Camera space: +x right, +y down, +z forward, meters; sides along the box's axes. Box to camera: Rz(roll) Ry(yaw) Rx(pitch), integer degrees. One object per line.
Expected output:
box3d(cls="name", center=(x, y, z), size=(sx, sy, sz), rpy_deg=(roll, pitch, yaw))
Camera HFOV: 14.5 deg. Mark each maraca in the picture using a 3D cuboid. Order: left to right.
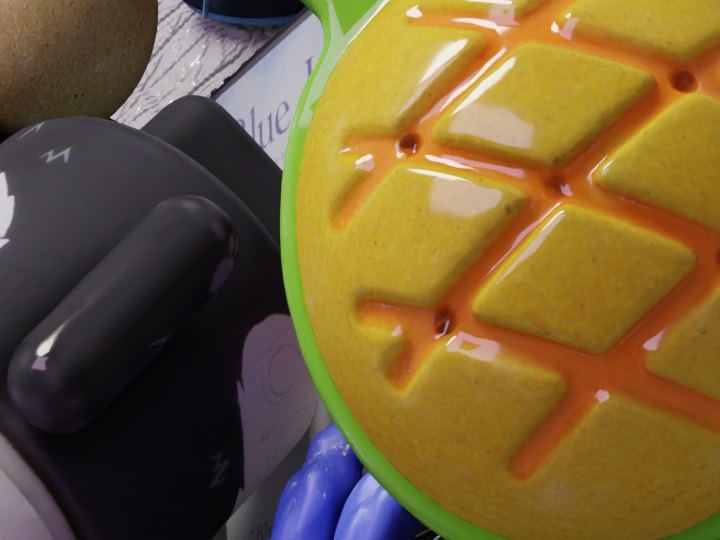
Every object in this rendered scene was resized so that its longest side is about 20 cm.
box3d(cls="maraca", center=(0.045, -0.028, 0.671), size=(0.136, 0.107, 0.201), rpy_deg=(-13, 76, 0))

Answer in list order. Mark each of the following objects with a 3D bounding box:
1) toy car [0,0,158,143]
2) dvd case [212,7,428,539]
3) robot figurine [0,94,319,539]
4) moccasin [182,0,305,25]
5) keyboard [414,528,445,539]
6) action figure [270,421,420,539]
box3d(cls="toy car", center=(-0.130, -0.080, 0.957), size=(0.164, 0.157, 0.201), rpy_deg=(34, 116, 51))
box3d(cls="dvd case", center=(0.000, 0.000, 0.863), size=(0.143, 0.017, 0.201), rpy_deg=(-38, 47, 46))
box3d(cls="robot figurine", center=(-0.091, 0.036, 0.786), size=(0.124, 0.151, 0.200), rpy_deg=(22, 48, 27))
box3d(cls="moccasin", center=(-0.008, -0.143, 1.038), size=(0.199, 0.068, 0.081), rpy_deg=(-9, 53, 42))
box3d(cls="keyboard", center=(0.045, 0.093, 0.718), size=(0.200, 0.040, 0.104), rpy_deg=(-34, 40, 21))
box3d(cls="action figure", center=(-0.026, 0.066, 0.707), size=(0.065, 0.099, 0.201), rpy_deg=(-1, 62, 47))
